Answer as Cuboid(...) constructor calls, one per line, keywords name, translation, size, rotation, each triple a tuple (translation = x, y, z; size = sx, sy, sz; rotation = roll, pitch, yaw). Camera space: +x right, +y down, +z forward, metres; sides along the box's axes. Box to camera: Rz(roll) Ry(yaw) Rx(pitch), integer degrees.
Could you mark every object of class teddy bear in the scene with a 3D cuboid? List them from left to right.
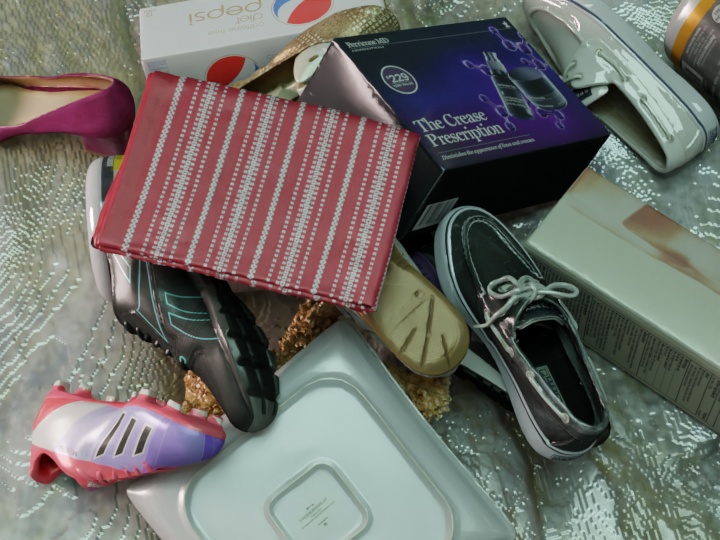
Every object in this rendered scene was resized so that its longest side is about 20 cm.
Cuboid(name="teddy bear", translation=(-0.034, 0.092, 1.224), size=(0.200, 0.067, 0.145), rotation=(32, 88, 12))

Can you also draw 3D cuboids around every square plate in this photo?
Cuboid(name="square plate", translation=(-0.027, 0.168, 1.172), size=(0.200, 0.028, 0.198), rotation=(-38, 82, -5))

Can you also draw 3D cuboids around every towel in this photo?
Cuboid(name="towel", translation=(-0.071, -0.055, 1.157), size=(0.200, 0.022, 0.145), rotation=(13, 67, 3))

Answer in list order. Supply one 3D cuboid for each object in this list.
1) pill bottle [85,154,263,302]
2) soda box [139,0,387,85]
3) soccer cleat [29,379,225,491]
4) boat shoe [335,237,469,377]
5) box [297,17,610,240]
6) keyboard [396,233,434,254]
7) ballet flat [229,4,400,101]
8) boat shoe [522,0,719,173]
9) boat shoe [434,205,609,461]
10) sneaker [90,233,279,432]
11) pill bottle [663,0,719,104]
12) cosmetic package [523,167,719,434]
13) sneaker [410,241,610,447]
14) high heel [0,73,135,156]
Cuboid(name="pill bottle", translation=(-0.102, -0.038, 1.278), size=(0.200, 0.112, 0.112), rotation=(-5, 62, -3))
Cuboid(name="soda box", translation=(-0.075, -0.185, 1.366), size=(0.200, 0.064, 0.068), rotation=(-9, 47, 1))
Cuboid(name="soccer cleat", translation=(-0.165, 0.123, 1.177), size=(0.200, 0.067, 0.077), rotation=(4, 73, 48))
Cuboid(name="boat shoe", translation=(0.000, 0.000, 1.208), size=(0.071, 0.069, 0.200), rotation=(-36, 78, -8))
Cuboid(name="box", translation=(0.072, -0.114, 1.286), size=(0.200, 0.079, 0.141), rotation=(-15, 56, -44))
Cuboid(name="keyboard", translation=(0.000, -0.100, 1.351), size=(0.104, 0.040, 0.200), rotation=(-21, 65, -9))
Cuboid(name="ballet flat", translation=(-0.054, -0.136, 1.318), size=(0.200, 0.071, 0.065), rotation=(-32, 25, 19))
Cuboid(name="boat shoe", translation=(0.194, -0.155, 1.366), size=(0.070, 0.071, 0.200), rotation=(-39, 75, -21))
Cuboid(name="boat shoe", translation=(0.114, 0.034, 1.177), size=(0.074, 0.068, 0.200), rotation=(-12, 67, -21))
Cuboid(name="sneaker", translation=(-0.122, 0.032, 1.180), size=(0.079, 0.075, 0.200), rotation=(-31, 70, 10))
Cuboid(name="pill bottle", translation=(0.347, -0.154, 1.335), size=(0.116, 0.116, 0.200), rotation=(-38, 68, -18))
Cuboid(name="cosmetic package", translation=(0.222, 0.025, 1.250), size=(0.200, 0.103, 0.087), rotation=(35, 69, 16))
Cuboid(name="sneaker", translation=(0.110, 0.049, 1.241), size=(0.200, 0.076, 0.088), rotation=(34, 84, 16))
Cuboid(name="high heel", translation=(-0.274, -0.142, 1.342), size=(0.200, 0.096, 0.068), rotation=(7, 63, 4))
